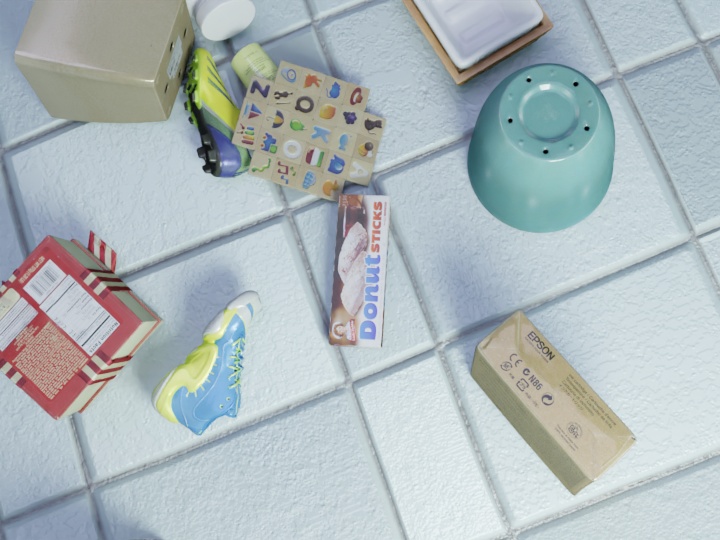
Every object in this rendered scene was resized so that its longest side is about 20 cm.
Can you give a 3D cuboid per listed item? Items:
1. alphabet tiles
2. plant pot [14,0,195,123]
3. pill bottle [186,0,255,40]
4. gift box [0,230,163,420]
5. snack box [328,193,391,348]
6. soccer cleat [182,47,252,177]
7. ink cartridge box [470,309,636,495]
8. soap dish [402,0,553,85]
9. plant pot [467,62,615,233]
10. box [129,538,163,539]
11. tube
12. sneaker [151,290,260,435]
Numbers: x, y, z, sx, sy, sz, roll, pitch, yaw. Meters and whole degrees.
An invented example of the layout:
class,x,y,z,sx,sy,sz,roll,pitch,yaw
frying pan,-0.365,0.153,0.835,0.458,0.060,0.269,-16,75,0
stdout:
class,x,y,z,sx,sy,sz,roll,pitch,yaw
alphabet tiles,-0.069,-0.191,1.356,0.196,0.006,0.170,17,79,-7
plant pot,-0.335,-0.313,1.362,0.174,0.200,0.204,16,77,0
pill bottle,-0.228,-0.437,1.416,0.111,0.113,0.203,-26,74,-2
gift box,-0.374,0.056,1.257,0.184,0.187,0.200,-43,90,-4
snack box,0.000,0.000,1.312,0.070,0.024,0.205,2,79,6
soccer cleat,-0.197,-0.221,1.391,0.082,0.065,0.204,-5,67,-26
ink cartridge box,0.222,0.160,1.176,0.075,0.165,0.201,-39,75,-8
soap dish,0.149,-0.368,1.372,0.156,0.081,0.202,-30,74,-2
plant pot,0.235,-0.170,1.267,0.196,0.161,0.205,-2,75,6
box,-0.303,0.438,1.158,0.197,0.166,0.166,-28,74,-3
tube,-0.104,-0.228,1.381,0.058,0.052,0.201,-42,78,30
sneaker,-0.176,0.127,1.286,0.105,0.076,0.201,40,90,3
